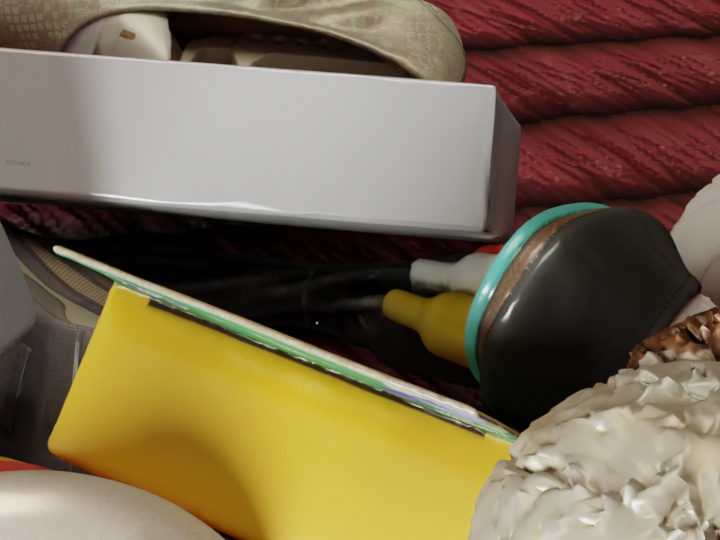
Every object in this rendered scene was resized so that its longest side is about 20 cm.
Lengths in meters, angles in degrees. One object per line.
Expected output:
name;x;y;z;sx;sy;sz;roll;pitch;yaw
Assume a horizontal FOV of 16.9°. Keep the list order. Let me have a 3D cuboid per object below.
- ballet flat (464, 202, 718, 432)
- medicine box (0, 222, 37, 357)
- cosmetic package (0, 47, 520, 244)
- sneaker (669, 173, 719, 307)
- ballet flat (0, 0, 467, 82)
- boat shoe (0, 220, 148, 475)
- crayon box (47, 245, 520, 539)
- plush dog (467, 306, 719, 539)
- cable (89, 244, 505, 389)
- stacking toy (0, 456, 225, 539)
ballet flat;0.080;0.029;0.670;0.068;0.068;0.200;34;-1;16
medicine box;-0.230;0.026;0.694;0.199;0.103;0.182;-6;26;31
cosmetic package;-0.047;-0.042;0.841;0.198;0.052;0.151;5;-3;6
sneaker;0.204;0.005;0.831;0.198;0.077;0.081;0;42;0
ballet flat;-0.057;-0.086;0.965;0.198;0.068;0.063;2;43;2
boat shoe;-0.097;0.031;0.792;0.073;0.075;0.200;8;18;-41
crayon box;0.005;0.057;0.653;0.125;0.052;0.200;20;-5;27
plush dog;0.095;0.098;0.533;0.172;0.161;0.200;40;66;3
cable;0.000;0.000;0.846;0.199;0.051;0.097;13;29;18
stacking toy;-0.105;0.093;0.653;0.145;0.147;0.200;-8;19;-14
